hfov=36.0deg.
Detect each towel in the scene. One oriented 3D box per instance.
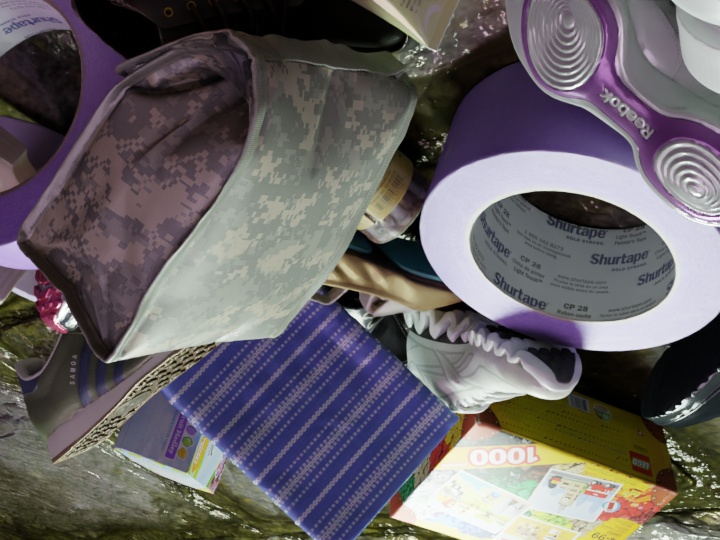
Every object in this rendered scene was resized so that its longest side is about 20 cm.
[{"bbox_3d":[-0.041,0.095,0.831,0.200,0.145,0.024,43,167,1],"label":"towel"}]

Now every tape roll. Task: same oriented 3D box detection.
[{"bbox_3d":[-0.220,-0.104,0.716,0.199,0.201,0.066,7,171,21],"label":"tape roll"},{"bbox_3d":[0.144,-0.038,0.722,0.199,0.085,0.200,14,146,9],"label":"tape roll"}]

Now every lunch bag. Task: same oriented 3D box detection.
[{"bbox_3d":[-0.072,-0.056,0.639,0.118,0.164,0.200,49,116,21],"label":"lunch bag"}]

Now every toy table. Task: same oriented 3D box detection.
[{"bbox_3d":[-0.236,-0.049,0.847,0.199,0.184,0.117,26,162,-18],"label":"toy table"}]

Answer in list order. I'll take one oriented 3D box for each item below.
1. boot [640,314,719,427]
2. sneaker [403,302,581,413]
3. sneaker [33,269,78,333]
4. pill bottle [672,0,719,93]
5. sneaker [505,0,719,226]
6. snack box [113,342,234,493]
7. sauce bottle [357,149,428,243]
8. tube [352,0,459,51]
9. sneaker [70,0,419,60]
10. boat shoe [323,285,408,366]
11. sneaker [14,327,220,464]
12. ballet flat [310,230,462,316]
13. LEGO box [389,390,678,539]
[{"bbox_3d":[0.326,0.092,0.813,0.168,0.077,0.200,31,140,-7],"label":"boot"},{"bbox_3d":[0.095,0.074,0.844,0.075,0.081,0.200,8,-176,-27],"label":"sneaker"},{"bbox_3d":[-0.151,-0.037,0.779,0.075,0.200,0.080,46,160,-31],"label":"sneaker"},{"bbox_3d":[0.178,-0.177,0.482,0.109,0.110,0.200,4,143,24],"label":"pill bottle"},{"bbox_3d":[0.157,-0.117,0.616,0.200,0.100,0.075,50,139,0],"label":"sneaker"},{"bbox_3d":[-0.132,0.093,0.936,0.067,0.169,0.200,18,166,5],"label":"snack box"},{"bbox_3d":[-0.040,-0.100,0.754,0.200,0.065,0.065,41,142,-25],"label":"sauce bottle"},{"bbox_3d":[-0.032,-0.197,0.616,0.199,0.052,0.058,24,138,-2],"label":"tube"},{"bbox_3d":[-0.063,-0.149,0.656,0.199,0.107,0.075,19,147,4],"label":"sneaker"},{"bbox_3d":[-0.010,0.017,0.908,0.066,0.070,0.200,-14,126,43],"label":"boat shoe"},{"bbox_3d":[-0.173,0.050,0.786,0.200,0.067,0.090,-39,79,23],"label":"sneaker"},{"bbox_3d":[0.000,0.000,0.828,0.199,0.069,0.063,19,113,-33],"label":"ballet flat"},{"bbox_3d":[0.146,0.174,0.967,0.199,0.077,0.149,21,129,-17],"label":"LEGO box"}]
